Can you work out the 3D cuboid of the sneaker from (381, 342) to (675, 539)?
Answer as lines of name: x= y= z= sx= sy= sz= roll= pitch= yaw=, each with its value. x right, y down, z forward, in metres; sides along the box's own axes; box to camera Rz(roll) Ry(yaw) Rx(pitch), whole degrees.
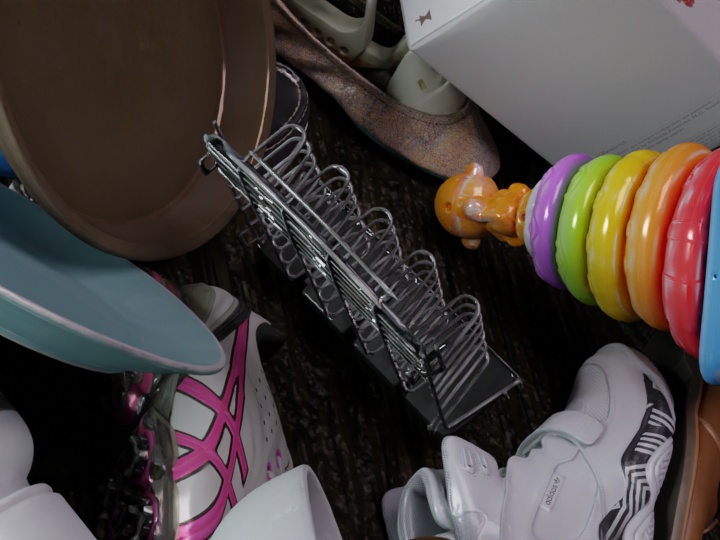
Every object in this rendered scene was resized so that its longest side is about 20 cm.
sneaker: x=0.081 y=0.098 z=0.875 sx=0.114 sy=0.075 sz=0.201 roll=29 pitch=49 yaw=-12

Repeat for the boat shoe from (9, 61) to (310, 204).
boat shoe: x=-0.090 y=-0.069 z=0.911 sx=0.199 sy=0.060 sz=0.074 roll=-25 pitch=70 yaw=-42

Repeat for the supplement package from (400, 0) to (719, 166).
supplement package: x=0.121 y=-0.148 z=1.012 sx=0.200 sy=0.119 sz=0.122 roll=32 pitch=39 yaw=-43

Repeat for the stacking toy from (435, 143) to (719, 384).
stacking toy: x=0.126 y=-0.020 z=0.944 sx=0.199 sy=0.117 sz=0.109 roll=10 pitch=16 yaw=32

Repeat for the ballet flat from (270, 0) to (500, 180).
ballet flat: x=0.004 y=-0.122 z=1.007 sx=0.199 sy=0.067 sz=0.068 roll=33 pitch=46 yaw=-5

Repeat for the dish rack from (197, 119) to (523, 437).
dish rack: x=0.000 y=0.000 z=0.821 sx=0.055 sy=0.200 sz=0.153 roll=-45 pitch=74 yaw=-6

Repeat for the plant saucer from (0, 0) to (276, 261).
plant saucer: x=-0.106 y=-0.104 z=0.816 sx=0.199 sy=0.029 sz=0.202 roll=6 pitch=83 yaw=-55

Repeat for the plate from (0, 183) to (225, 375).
plate: x=-0.144 y=-0.005 z=0.724 sx=0.199 sy=0.026 sz=0.200 roll=31 pitch=5 yaw=-3

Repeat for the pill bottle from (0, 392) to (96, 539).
pill bottle: x=-0.199 y=0.063 z=0.702 sx=0.200 sy=0.114 sz=0.114 roll=47 pitch=46 yaw=10

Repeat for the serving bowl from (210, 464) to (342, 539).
serving bowl: x=-0.022 y=0.180 z=0.694 sx=0.065 sy=0.200 sz=0.201 roll=-17 pitch=60 yaw=1

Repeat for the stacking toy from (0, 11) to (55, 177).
stacking toy: x=-0.169 y=-0.152 z=0.827 sx=0.109 sy=0.116 sz=0.201 roll=26 pitch=79 yaw=-38

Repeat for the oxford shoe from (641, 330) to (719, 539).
oxford shoe: x=0.173 y=0.106 z=0.933 sx=0.071 sy=0.071 sz=0.201 roll=33 pitch=44 yaw=-10

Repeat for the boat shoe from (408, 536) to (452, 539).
boat shoe: x=0.052 y=0.203 z=0.725 sx=0.073 sy=0.063 sz=0.201 roll=-20 pitch=52 yaw=-10

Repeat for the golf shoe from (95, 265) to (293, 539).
golf shoe: x=-0.066 y=0.087 z=0.795 sx=0.091 sy=0.073 sz=0.201 roll=16 pitch=49 yaw=-22
